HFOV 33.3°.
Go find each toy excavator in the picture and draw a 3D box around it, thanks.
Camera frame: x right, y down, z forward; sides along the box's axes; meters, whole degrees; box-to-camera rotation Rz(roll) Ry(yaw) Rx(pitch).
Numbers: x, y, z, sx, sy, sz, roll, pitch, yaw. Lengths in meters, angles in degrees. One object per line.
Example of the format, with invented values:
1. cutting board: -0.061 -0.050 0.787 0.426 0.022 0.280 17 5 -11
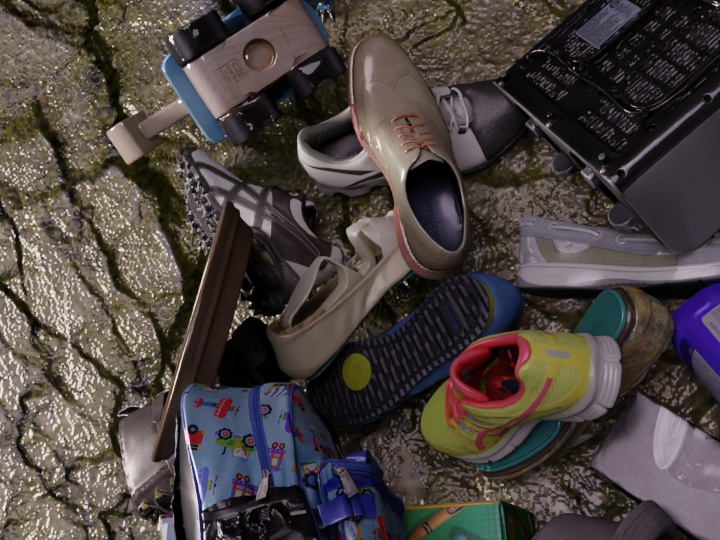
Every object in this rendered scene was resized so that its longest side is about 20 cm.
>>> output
1. toy excavator: -0.121 -0.152 1.004 0.194 0.200 0.100 -35 99 -6

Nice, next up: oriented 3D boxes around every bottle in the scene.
1. bottle: 0.292 0.096 0.823 0.065 0.084 0.200 -38 46 7

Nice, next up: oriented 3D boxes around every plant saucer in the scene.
1. plant saucer: -0.115 0.047 0.894 0.029 0.200 0.200 16 80 -7

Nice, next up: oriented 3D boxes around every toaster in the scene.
1. toaster: 0.226 -0.136 0.883 0.200 0.119 0.181 -42 41 4

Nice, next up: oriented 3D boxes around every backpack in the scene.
1. backpack: -0.043 0.163 0.774 0.134 0.183 0.200 -18 59 5

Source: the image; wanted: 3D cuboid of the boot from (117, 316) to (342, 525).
1. boot: -0.113 0.151 0.972 0.174 0.069 0.200 -40 48 14

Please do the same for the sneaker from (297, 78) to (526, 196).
1. sneaker: 0.042 -0.115 0.991 0.200 0.089 0.074 -18 69 12

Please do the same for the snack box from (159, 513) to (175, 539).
1. snack box: -0.115 0.289 0.902 0.053 0.142 0.200 -7 72 -9

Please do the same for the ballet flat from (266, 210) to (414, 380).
1. ballet flat: 0.000 0.000 0.957 0.069 0.069 0.200 35 72 23

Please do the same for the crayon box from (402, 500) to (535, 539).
1. crayon box: 0.022 0.209 0.892 0.200 0.119 0.058 -8 73 17

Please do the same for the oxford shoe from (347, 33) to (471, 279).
1. oxford shoe: 0.044 -0.095 0.919 0.071 0.074 0.200 -19 83 -12

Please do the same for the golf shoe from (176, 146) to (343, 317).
1. golf shoe: -0.089 -0.043 1.031 0.094 0.078 0.200 -22 53 -22

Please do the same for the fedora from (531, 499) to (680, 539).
1. fedora: 0.148 0.247 0.814 0.090 0.177 0.200 12 100 31

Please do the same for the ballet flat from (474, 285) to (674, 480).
1. ballet flat: 0.161 0.092 0.895 0.071 0.071 0.200 49 124 23

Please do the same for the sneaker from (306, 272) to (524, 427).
1. sneaker: 0.046 0.069 0.958 0.200 0.078 0.066 -36 68 28

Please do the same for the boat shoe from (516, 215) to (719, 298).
1. boat shoe: 0.218 -0.014 0.913 0.202 0.074 0.065 -3 79 25

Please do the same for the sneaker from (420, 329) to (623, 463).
1. sneaker: 0.092 0.082 0.861 0.200 0.090 0.078 -37 46 51

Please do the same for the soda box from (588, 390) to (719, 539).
1. soda box: 0.265 0.169 0.852 0.200 0.063 0.071 33 88 22

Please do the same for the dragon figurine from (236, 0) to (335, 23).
1. dragon figurine: -0.054 -0.284 1.059 0.059 0.099 0.200 11 79 20
